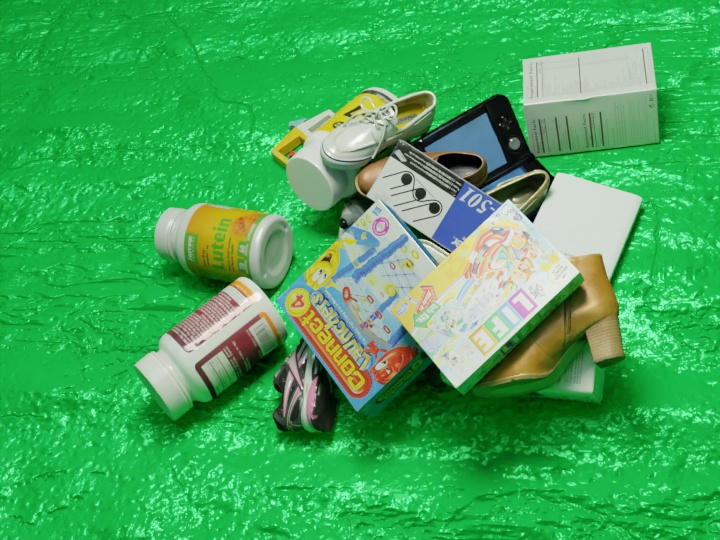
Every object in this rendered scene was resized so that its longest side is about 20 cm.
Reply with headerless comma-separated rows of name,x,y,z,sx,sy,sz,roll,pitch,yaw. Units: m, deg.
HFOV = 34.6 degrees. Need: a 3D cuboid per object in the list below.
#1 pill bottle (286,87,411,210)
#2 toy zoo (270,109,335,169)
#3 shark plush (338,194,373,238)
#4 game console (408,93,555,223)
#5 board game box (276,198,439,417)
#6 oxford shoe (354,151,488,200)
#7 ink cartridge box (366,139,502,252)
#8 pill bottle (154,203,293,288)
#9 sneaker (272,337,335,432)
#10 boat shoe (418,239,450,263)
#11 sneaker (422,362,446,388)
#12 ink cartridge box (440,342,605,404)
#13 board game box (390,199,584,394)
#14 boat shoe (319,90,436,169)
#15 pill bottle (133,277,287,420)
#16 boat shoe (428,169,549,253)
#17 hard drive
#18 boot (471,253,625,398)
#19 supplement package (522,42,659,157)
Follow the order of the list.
pill bottle,-0.017,-0.185,1.778,0.113,0.115,0.200,21,49,33
toy zoo,-0.060,-0.198,1.916,0.131,0.021,0.200,-37,48,-16
shark plush,0.010,-0.065,1.768,0.082,0.092,0.201,8,27,0
game console,0.184,-0.141,1.721,0.198,0.178,0.116,-29,18,-10
board game box,0.020,0.048,1.498,0.196,0.056,0.201,-44,64,8
oxford shoe,0.087,-0.146,1.675,0.197,0.071,0.072,-9,79,3
ink cartridge box,0.116,-0.091,1.618,0.199,0.044,0.095,34,97,6
pill bottle,-0.212,-0.042,1.761,0.197,0.112,0.112,10,52,26
sneaker,-0.080,0.135,1.583,0.085,0.081,0.202,-13,40,21
boat shoe,0.145,0.032,1.603,0.198,0.066,0.075,33,89,18
sneaker,0.046,0.101,1.584,0.103,0.060,0.201,-21,42,1
ink cartridge box,0.214,0.085,1.485,0.197,0.084,0.148,4,78,22
board game box,0.151,0.031,1.391,0.200,0.034,0.135,-44,62,3
boat shoe,0.032,-0.216,1.688,0.200,0.086,0.075,-23,66,-24
pill bottle,-0.210,0.111,1.619,0.199,0.115,0.114,-37,48,-17
boat shoe,0.185,-0.081,1.663,0.199,0.063,0.074,-29,78,-9
hard drive,0.306,-0.044,1.634,0.130,0.026,0.201,18,56,18
boot,0.217,0.065,1.410,0.199,0.071,0.146,-18,67,13
supplement package,0.352,-0.261,1.772,0.197,0.110,0.115,-5,47,14
